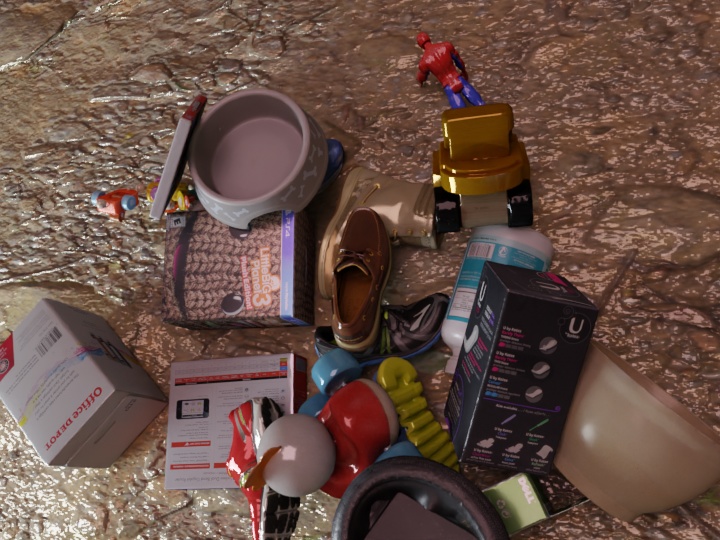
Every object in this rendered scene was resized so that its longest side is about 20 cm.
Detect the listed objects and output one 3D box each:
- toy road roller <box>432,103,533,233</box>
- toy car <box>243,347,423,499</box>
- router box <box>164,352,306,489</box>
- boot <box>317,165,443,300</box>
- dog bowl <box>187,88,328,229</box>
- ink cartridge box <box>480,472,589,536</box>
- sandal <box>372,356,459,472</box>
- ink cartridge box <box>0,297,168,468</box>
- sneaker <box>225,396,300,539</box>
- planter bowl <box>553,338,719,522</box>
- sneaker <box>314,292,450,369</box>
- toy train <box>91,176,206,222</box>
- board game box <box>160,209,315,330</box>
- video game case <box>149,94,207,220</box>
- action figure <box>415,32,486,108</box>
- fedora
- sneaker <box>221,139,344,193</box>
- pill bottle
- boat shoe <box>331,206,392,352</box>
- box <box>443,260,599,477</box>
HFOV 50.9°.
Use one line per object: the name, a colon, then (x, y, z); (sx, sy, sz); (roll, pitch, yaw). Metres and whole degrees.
toy road roller: (0.149, -0.144, 0.942); (0.122, 0.147, 0.201); (-4, 28, 8)
toy car: (-0.060, 0.226, 0.921); (0.199, 0.178, 0.185); (-14, 52, -33)
router box: (-0.176, 0.215, 1.070); (0.198, 0.049, 0.181); (-6, 73, 18)
boot: (0.033, -0.041, 1.062); (0.154, 0.073, 0.202); (13, 75, 21)
dog bowl: (-0.146, -0.160, 1.041); (0.198, 0.059, 0.202); (-4, 70, 11)
ink cartridge box: (0.173, 0.284, 0.900); (0.199, 0.104, 0.060); (-28, 68, 10)
sandal: (0.061, 0.217, 0.985); (0.087, 0.079, 0.202); (-37, 69, 46)
ink cartridge box: (-0.416, 0.170, 1.113); (0.145, 0.145, 0.200); (-47, 66, 1)
sneaker: (-0.134, 0.268, 0.984); (0.084, 0.077, 0.202); (-20, 63, 23)
planter bowl: (0.295, 0.190, 0.845); (0.200, 0.200, 0.135); (40, 101, 24)
sneaker: (0.028, 0.077, 1.016); (0.198, 0.083, 0.071); (-20, 36, 13)
toy train: (-0.302, -0.096, 1.167); (0.198, 0.150, 0.056); (8, 114, 16)
board game box: (-0.172, -0.001, 1.090); (0.198, 0.097, 0.161); (-3, 79, 13)
video game case: (-0.258, -0.168, 1.084); (0.017, 0.200, 0.144); (19, 109, -12)
action figure: (0.141, -0.253, 1.094); (0.065, 0.099, 0.201); (-34, 89, 5)
fedora: (0.070, 0.300, 0.824); (0.199, 0.092, 0.203); (-5, 75, 18)
sneaker: (-0.114, -0.149, 1.115); (0.199, 0.089, 0.079); (-24, 66, -13)
pill bottle: (0.169, 0.045, 0.967); (0.110, 0.111, 0.202); (15, 81, 22)
boat shoe: (0.000, 0.000, 0.974); (0.071, 0.068, 0.202); (0, 62, 12)
box: (0.173, 0.107, 0.847); (0.105, 0.122, 0.202); (11, 105, -6)
